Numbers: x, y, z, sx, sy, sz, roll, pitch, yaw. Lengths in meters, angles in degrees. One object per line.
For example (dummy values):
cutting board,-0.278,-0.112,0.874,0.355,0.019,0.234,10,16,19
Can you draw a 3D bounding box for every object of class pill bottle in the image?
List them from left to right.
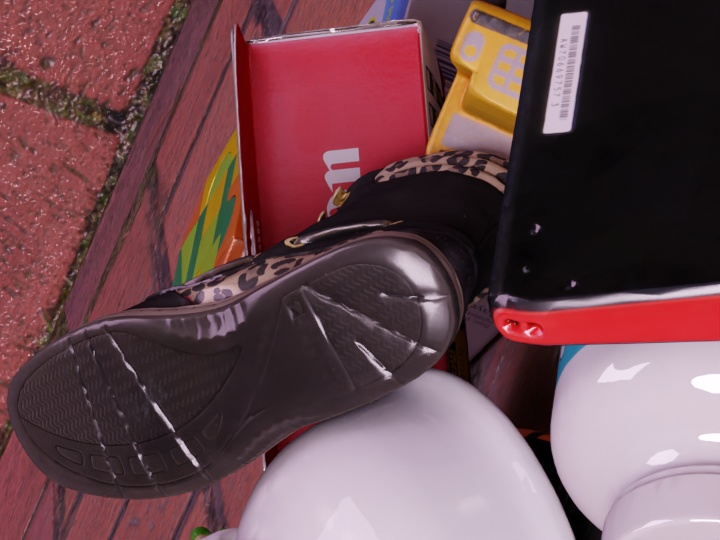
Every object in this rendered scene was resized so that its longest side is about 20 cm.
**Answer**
pill bottle,0.120,0.018,0.826,0.111,0.110,0.201,126,161,-47

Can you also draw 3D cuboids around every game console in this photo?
game console,0.135,-0.059,0.800,0.031,0.175,0.201,66,-154,-44

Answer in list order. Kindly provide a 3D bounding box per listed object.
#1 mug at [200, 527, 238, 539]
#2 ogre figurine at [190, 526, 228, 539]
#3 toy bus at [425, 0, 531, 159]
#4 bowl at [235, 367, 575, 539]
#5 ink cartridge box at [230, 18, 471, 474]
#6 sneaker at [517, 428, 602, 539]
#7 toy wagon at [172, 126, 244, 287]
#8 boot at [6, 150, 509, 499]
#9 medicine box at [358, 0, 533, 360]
mug,-0.067,0.227,1.194,0.176,0.147,0.200,-61,14,16
ogre figurine,-0.095,0.205,1.351,0.200,0.097,0.121,-12,-69,-66
toy bus,0.073,-0.061,1.114,0.079,0.065,0.200,-66,-9,1
bowl,0.001,0.141,0.955,0.201,0.090,0.203,28,123,57
ink cartridge box,0.000,0.000,1.144,0.176,0.083,0.202,46,-142,-80
sneaker,0.063,0.093,0.987,0.200,0.089,0.070,167,125,-76
toy wagon,-0.065,0.008,1.326,0.155,0.039,0.201,123,162,-45
boot,-0.027,0.017,1.008,0.199,0.074,0.151,-24,7,29
medicine box,0.018,-0.032,1.373,0.200,0.102,0.183,132,157,-56
